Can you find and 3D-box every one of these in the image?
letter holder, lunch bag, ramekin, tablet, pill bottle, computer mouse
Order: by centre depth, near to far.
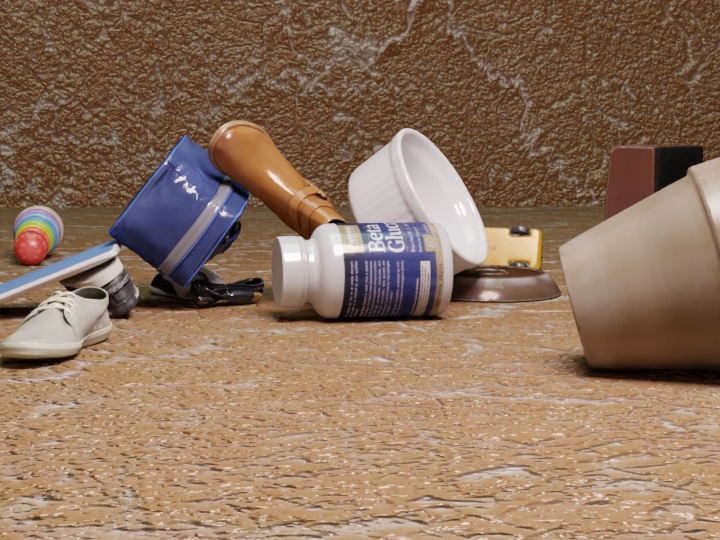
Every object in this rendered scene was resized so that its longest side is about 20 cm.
[{"bbox_3d":[0.000,0.000,1.508,0.199,0.112,0.111,-1,7,-14],"label":"pill bottle"},{"bbox_3d":[-0.379,0.009,1.533,0.199,0.014,0.130,-22,11,-4],"label":"tablet"},{"bbox_3d":[-0.214,-0.071,1.610,0.132,0.136,0.200,39,13,-10],"label":"lunch bag"},{"bbox_3d":[0.071,-0.074,1.675,0.097,0.201,0.200,-31,-6,22],"label":"ramekin"},{"bbox_3d":[-0.214,0.013,1.680,0.109,0.044,0.199,-6,9,-37],"label":"computer mouse"},{"bbox_3d":[0.374,-0.069,1.747,0.100,0.202,0.142,-5,8,-37],"label":"letter holder"}]

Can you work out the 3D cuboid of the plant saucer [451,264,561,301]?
[{"bbox_3d":[0.173,0.015,1.757,0.199,0.032,0.200,1,7,0],"label":"plant saucer"}]

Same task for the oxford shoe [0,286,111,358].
[{"bbox_3d":[-0.300,0.051,1.278,0.075,0.058,0.200,4,9,10],"label":"oxford shoe"}]

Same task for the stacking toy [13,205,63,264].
[{"bbox_3d":[-0.538,-0.049,2.133,0.085,0.086,0.200,-1,13,-9],"label":"stacking toy"}]

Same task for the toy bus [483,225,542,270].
[{"bbox_3d":[0.166,-0.025,1.891,0.198,0.066,0.078,2,-15,11],"label":"toy bus"}]

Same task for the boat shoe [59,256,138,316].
[{"bbox_3d":[-0.315,0.018,1.575,0.074,0.061,0.200,-36,16,-19],"label":"boat shoe"}]

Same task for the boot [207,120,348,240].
[{"bbox_3d":[-0.088,-0.096,1.566,0.155,0.074,0.200,44,6,36],"label":"boot"}]

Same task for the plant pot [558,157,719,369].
[{"bbox_3d":[0.280,0.012,1.189,0.172,0.201,0.200,-15,3,11],"label":"plant pot"}]
